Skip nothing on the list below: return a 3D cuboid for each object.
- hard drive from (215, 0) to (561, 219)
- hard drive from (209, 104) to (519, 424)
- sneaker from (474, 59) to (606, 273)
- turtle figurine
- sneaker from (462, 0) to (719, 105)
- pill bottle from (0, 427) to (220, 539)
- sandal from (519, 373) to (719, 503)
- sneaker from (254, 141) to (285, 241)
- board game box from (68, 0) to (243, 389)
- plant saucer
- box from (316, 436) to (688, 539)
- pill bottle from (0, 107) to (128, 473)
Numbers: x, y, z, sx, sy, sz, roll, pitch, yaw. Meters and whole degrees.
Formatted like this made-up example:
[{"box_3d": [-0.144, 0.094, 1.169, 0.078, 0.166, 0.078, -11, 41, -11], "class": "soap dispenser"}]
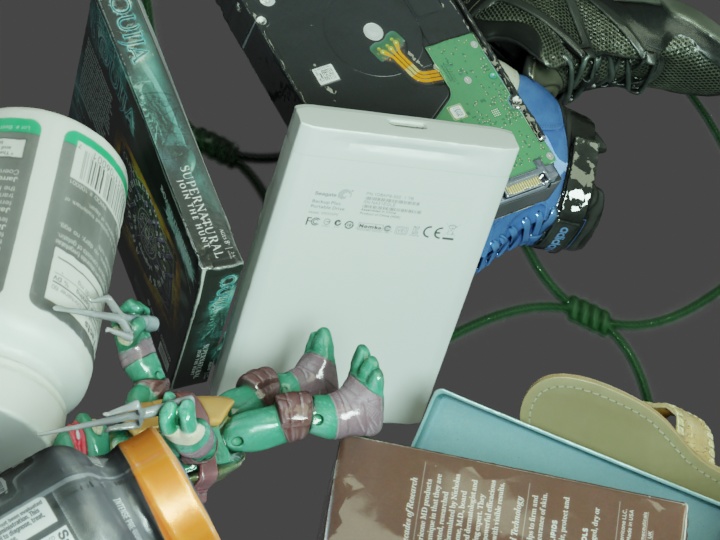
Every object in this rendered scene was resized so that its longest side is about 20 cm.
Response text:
[{"box_3d": [0.017, -0.111, 1.669, 0.139, 0.038, 0.201, -21, 68, -28], "class": "hard drive"}, {"box_3d": [0.000, 0.000, 1.585, 0.131, 0.201, 0.027, 5, 34, -20], "class": "hard drive"}, {"box_3d": [0.095, -0.029, 1.723, 0.111, 0.077, 0.201, 27, 57, -12], "class": "sneaker"}, {"box_3d": [-0.095, 0.074, 1.483, 0.199, 0.101, 0.150, -7, 30, -24], "class": "turtle figurine"}, {"box_3d": [0.156, -0.136, 1.828, 0.198, 0.076, 0.115, 19, 53, -6], "class": "sneaker"}, {"box_3d": [-0.168, 0.155, 1.344, 0.199, 0.106, 0.106, -30, 70, -8], "class": "pill bottle"}, {"box_3d": [0.184, 0.117, 1.646, 0.211, 0.078, 0.070, 30, 22, -9], "class": "sandal"}, {"box_3d": [-0.017, -0.052, 1.691, 0.078, 0.079, 0.201, 15, 54, -14], "class": "sneaker"}, {"box_3d": [-0.122, -0.050, 1.605, 0.028, 0.135, 0.201, -12, 63, -20], "class": "board game box"}, {"box_3d": [0.122, 0.133, 1.605, 0.199, 0.070, 0.019, 22, 14, -6], "class": "plant saucer"}, {"box_3d": [0.075, 0.161, 1.541, 0.199, 0.100, 0.075, 13, 59, 0], "class": "box"}, {"box_3d": [-0.199, 0.017, 1.540, 0.113, 0.113, 0.201, 17, 52, -11], "class": "pill bottle"}]
